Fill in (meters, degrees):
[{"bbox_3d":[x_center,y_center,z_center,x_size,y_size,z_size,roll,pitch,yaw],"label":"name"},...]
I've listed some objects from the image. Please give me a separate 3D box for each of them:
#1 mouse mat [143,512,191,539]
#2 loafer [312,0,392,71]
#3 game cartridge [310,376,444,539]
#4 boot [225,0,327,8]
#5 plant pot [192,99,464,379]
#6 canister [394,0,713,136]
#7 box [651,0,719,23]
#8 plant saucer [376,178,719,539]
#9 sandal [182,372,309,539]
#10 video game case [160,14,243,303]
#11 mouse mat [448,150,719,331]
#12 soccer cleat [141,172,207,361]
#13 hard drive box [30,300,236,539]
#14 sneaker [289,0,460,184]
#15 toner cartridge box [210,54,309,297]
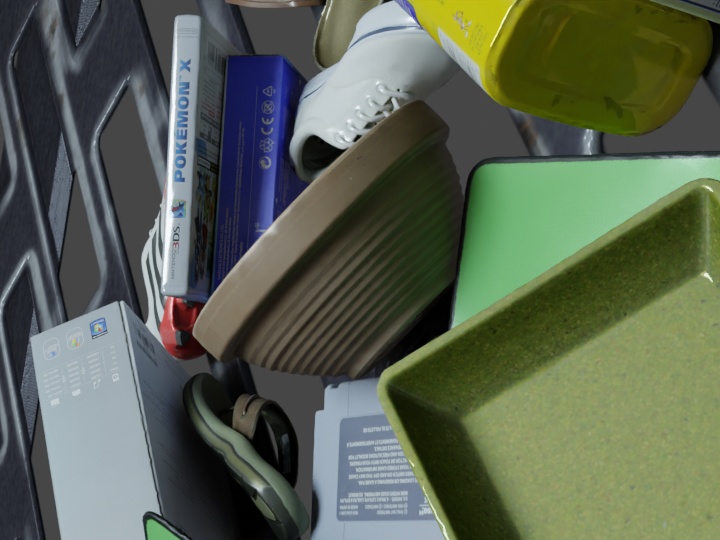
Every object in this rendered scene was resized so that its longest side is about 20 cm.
[{"bbox_3d":[-0.080,0.258,0.980,0.161,0.008,0.200,28,130,37],"label":"mouse mat"},{"bbox_3d":[0.009,-0.216,1.058,0.076,0.067,0.200,51,124,49],"label":"loafer"},{"bbox_3d":[0.036,0.128,0.963,0.200,0.041,0.133,-13,76,55],"label":"game cartridge"},{"bbox_3d":[-0.068,-0.270,1.171,0.200,0.070,0.146,-152,62,-65],"label":"boot"},{"bbox_3d":[0.000,0.000,0.955,0.093,0.201,0.201,45,129,6],"label":"plant pot"},{"bbox_3d":[0.081,-0.160,0.865,0.200,0.148,0.087,53,125,45],"label":"canister"},{"bbox_3d":[0.106,-0.220,0.790,0.097,0.200,0.176,-62,37,24],"label":"box"},{"bbox_3d":[0.132,0.085,0.745,0.200,0.048,0.200,-32,54,8],"label":"plant saucer"},{"bbox_3d":[-0.068,0.124,1.101,0.057,0.080,0.201,-38,29,-8],"label":"sandal"},{"bbox_3d":[-0.102,-0.068,1.109,0.200,0.022,0.183,27,-114,-82],"label":"video game case"},{"bbox_3d":[0.125,0.016,0.845,0.200,0.008,0.161,3,83,44],"label":"mouse mat"},{"bbox_3d":[-0.136,-0.030,1.236,0.085,0.069,0.200,9,94,53],"label":"soccer cleat"},{"bbox_3d":[-0.156,0.148,1.131,0.077,0.156,0.200,-22,54,7],"label":"hard drive box"},{"bbox_3d":[0.012,-0.109,1.021,0.200,0.073,0.071,143,139,-61],"label":"sneaker"},{"bbox_3d":[-0.067,-0.041,1.104,0.043,0.095,0.200,1,81,11],"label":"toner cartridge box"}]
